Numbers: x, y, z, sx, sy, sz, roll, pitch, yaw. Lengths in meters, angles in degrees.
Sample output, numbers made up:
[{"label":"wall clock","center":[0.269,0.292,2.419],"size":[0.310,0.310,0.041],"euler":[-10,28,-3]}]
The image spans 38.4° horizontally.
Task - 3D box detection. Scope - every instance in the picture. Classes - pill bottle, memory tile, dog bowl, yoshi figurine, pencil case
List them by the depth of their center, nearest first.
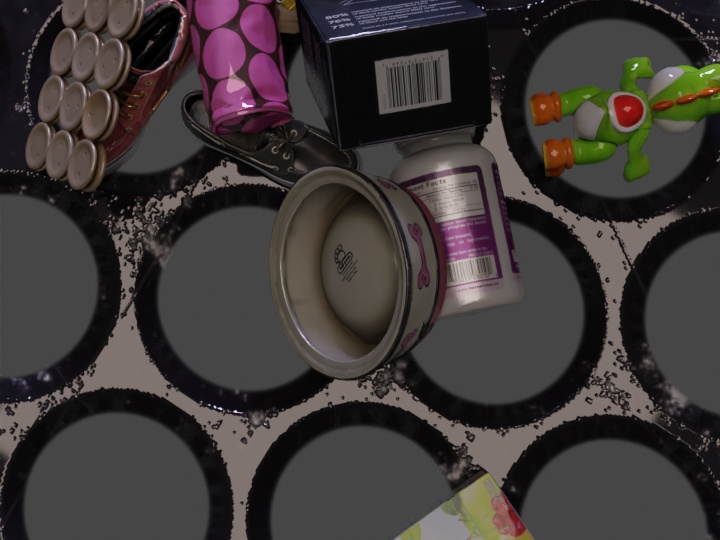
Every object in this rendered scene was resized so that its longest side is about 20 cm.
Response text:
[{"label":"dog bowl","center":[0.000,0.000,0.987],"size":[0.073,0.199,0.202],"euler":[-7,82,-41]},{"label":"pencil case","center":[-0.116,-0.230,1.008],"size":[0.093,0.090,0.202],"euler":[2,75,-44]},{"label":"pill bottle","center":[0.089,-0.056,1.020],"size":[0.111,0.112,0.202],"euler":[-11,84,0]},{"label":"memory tile","center":[-0.275,-0.186,1.030],"size":[0.153,0.017,0.202],"euler":[20,95,46]},{"label":"yoshi figurine","center":[0.278,-0.159,1.052],"size":[0.198,0.113,0.113],"euler":[-13,43,13]}]

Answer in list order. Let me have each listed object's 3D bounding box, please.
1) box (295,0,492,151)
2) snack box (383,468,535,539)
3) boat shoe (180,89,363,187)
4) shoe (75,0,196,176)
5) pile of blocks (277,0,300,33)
[{"label":"box","center":[0.026,-0.207,0.978],"size":[0.146,0.200,0.105],"euler":[-10,119,-6]},{"label":"snack box","center":[0.123,0.318,1.010],"size":[0.142,0.053,0.201],"euler":[-35,85,-1]},{"label":"boat shoe","center":[-0.093,-0.132,1.057],"size":[0.198,0.057,0.069],"euler":[19,84,3]},{"label":"shoe","center":[-0.237,-0.184,1.047],"size":[0.071,0.091,0.201],"euler":[38,86,5]},{"label":"pile of blocks","center":[-0.022,-0.323,1.069],"size":[0.199,0.062,0.082],"euler":[-37,130,-5]}]
